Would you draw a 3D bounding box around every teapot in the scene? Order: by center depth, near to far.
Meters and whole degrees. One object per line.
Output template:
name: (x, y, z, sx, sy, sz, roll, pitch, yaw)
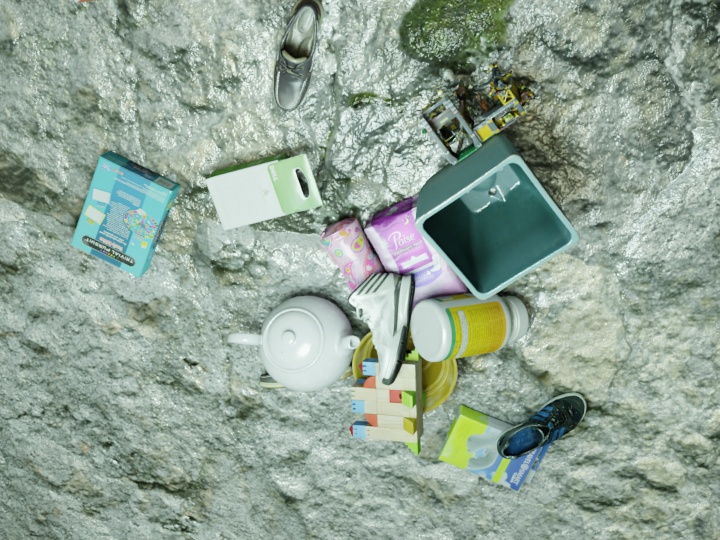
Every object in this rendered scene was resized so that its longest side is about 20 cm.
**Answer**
teapot: (-0.117, 0.134, 1.510, 0.200, 0.146, 0.197, -43, 71, 6)

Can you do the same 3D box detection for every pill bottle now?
pill bottle: (0.201, 0.097, 1.456, 0.200, 0.113, 0.113, -6, 116, -30)

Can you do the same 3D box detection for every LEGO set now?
LEGO set: (0.173, -0.279, 1.327, 0.200, 0.154, 0.116, -30, 118, 23)

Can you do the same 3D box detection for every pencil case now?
pencil case: (0.000, 0.000, 1.503, 0.087, 0.087, 0.200, -23, 108, 17)

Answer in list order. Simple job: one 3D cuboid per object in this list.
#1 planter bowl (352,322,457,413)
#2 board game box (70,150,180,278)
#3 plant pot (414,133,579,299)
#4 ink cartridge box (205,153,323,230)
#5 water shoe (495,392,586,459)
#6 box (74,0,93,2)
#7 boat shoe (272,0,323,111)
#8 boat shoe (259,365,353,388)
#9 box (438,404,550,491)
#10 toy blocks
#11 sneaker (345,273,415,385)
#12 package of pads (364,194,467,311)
planter bowl: (0.089, 0.174, 1.559, 0.200, 0.083, 0.201, 3, 113, 8)
board game box: (-0.455, -0.107, 1.553, 0.151, 0.047, 0.200, 26, 113, -2)
plant pot: (0.216, -0.114, 1.353, 0.196, 0.200, 0.196, -34, 117, 19)
ink cartridge box: (-0.172, -0.151, 1.484, 0.200, 0.059, 0.104, -13, 109, 13)
water shoe: (0.356, 0.307, 1.545, 0.200, 0.079, 0.072, -33, 89, -2)
box: (-0.392, -0.523, 1.293, 0.152, 0.200, 0.106, -29, 105, 19)
boat shoe: (-0.113, -0.368, 1.384, 0.072, 0.065, 0.200, 20, 114, -1)
boat shoe: (-0.111, 0.196, 1.614, 0.200, 0.073, 0.065, -10, 89, 15)
box: (0.273, 0.364, 1.627, 0.200, 0.048, 0.122, 21, 114, 1)
toy blocks: (0.044, 0.237, 1.504, 0.137, 0.100, 0.200, 2, 102, 18)
sneaker: (0.027, 0.100, 1.441, 0.115, 0.076, 0.201, 8, 81, 11)
package of pads: (0.103, -0.028, 1.482, 0.120, 0.076, 0.200, -24, 106, 14)
